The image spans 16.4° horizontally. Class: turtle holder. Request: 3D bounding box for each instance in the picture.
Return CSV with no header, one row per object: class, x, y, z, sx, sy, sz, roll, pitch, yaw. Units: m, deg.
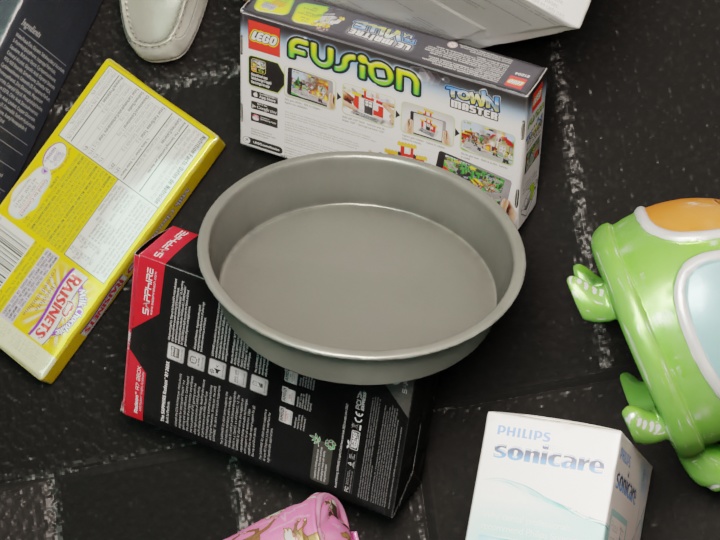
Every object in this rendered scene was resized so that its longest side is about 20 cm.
turtle holder,0.212,0.044,1.488,0.131,0.141,0.186,-23,72,7

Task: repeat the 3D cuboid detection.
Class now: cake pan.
cake pan,0.000,0.000,1.518,0.199,0.037,0.201,2,39,-2

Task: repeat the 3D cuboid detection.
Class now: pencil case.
pencil case,-0.092,0.212,1.555,0.199,0.087,0.083,-25,30,9

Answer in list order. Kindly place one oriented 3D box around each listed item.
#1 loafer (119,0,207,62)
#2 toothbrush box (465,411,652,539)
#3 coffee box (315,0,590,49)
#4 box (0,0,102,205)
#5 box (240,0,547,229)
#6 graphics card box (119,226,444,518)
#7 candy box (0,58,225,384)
loafer,-0.139,-0.241,1.683,0.070,0.070,0.201,-5,76,13
toothbrush box,0.110,0.196,1.478,0.085,0.146,0.201,7,78,15
coffee box,0.041,-0.268,1.527,0.199,0.200,0.198,27,77,-23
box,-0.289,-0.145,1.681,0.148,0.107,0.201,24,85,19
box,0.018,-0.104,1.592,0.199,0.110,0.035,19,43,18
graphics card box,-0.050,0.063,1.568,0.199,0.051,0.126,19,122,19
candy box,-0.188,-0.034,1.671,0.102,0.026,0.200,36,89,17
